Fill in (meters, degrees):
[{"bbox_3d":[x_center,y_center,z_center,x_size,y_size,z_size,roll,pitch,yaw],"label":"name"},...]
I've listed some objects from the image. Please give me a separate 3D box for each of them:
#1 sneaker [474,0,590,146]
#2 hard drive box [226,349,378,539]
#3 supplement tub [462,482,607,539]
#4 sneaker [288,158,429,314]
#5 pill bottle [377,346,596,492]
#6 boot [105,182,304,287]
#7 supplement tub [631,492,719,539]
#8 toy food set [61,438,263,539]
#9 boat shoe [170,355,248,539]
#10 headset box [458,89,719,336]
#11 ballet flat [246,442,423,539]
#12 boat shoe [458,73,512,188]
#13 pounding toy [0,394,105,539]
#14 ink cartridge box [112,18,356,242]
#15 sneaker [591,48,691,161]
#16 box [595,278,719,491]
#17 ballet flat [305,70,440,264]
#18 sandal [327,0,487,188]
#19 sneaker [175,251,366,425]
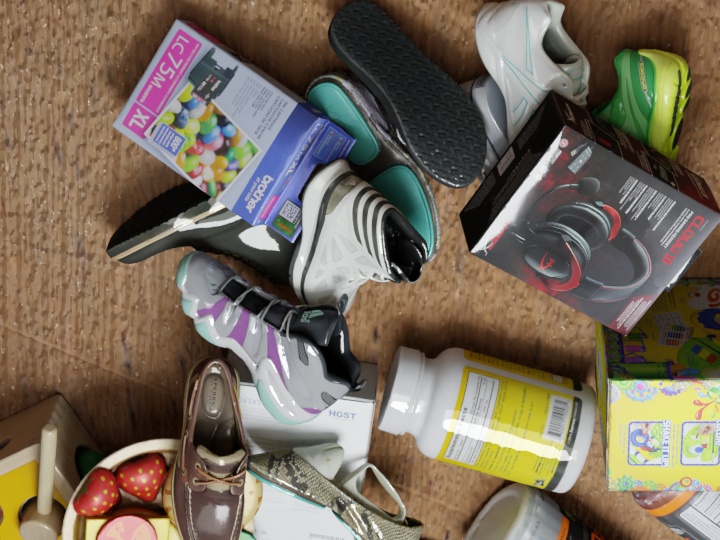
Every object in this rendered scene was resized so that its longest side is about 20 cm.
[{"bbox_3d":[0.171,-0.152,1.564,0.080,0.070,0.201,-9,110,40],"label":"sneaker"},{"bbox_3d":[-0.070,0.189,1.767,0.155,0.077,0.201,8,117,0],"label":"hard drive box"},{"bbox_3d":[0.209,0.319,1.784,0.200,0.123,0.123,37,113,-14],"label":"supplement tub"},{"bbox_3d":[0.000,0.000,1.595,0.115,0.076,0.201,39,149,25],"label":"sneaker"},{"bbox_3d":[0.123,0.141,1.710,0.199,0.113,0.113,16,116,-3],"label":"pill bottle"},{"bbox_3d":[-0.130,-0.020,1.675,0.199,0.078,0.139,-24,117,16],"label":"boot"},{"bbox_3d":[0.345,0.219,1.736,0.200,0.107,0.107,37,113,-12],"label":"supplement tub"},{"bbox_3d":[-0.194,0.263,1.709,0.199,0.049,0.199,1,102,-17],"label":"toy food set"},{"bbox_3d":[-0.140,0.180,1.647,0.072,0.072,0.201,5,84,-9],"label":"boat shoe"},{"bbox_3d":[0.213,-0.045,1.550,0.200,0.075,0.149,28,115,-20],"label":"headset box"},{"bbox_3d":[-0.019,0.215,1.706,0.200,0.068,0.075,37,91,-19],"label":"ballet flat"},{"bbox_3d":[0.142,-0.091,1.627,0.065,0.074,0.201,-10,111,42],"label":"boat shoe"},{"bbox_3d":[-0.332,0.231,1.770,0.199,0.142,0.184,-25,112,15],"label":"pounding toy"},{"bbox_3d":[-0.116,-0.127,1.589,0.200,0.042,0.120,35,101,9],"label":"ink cartridge box"},{"bbox_3d":[0.249,-0.117,1.610,0.083,0.074,0.201,26,124,23],"label":"sneaker"},{"bbox_3d":[0.321,0.103,1.628,0.192,0.200,0.122,0,116,5],"label":"box"},{"bbox_3d":[0.022,-0.101,1.620,0.072,0.072,0.201,-28,99,17],"label":"ballet flat"},{"bbox_3d":[0.046,-0.159,1.580,0.075,0.048,0.201,-33,80,-14],"label":"sandal"},{"bbox_3d":[-0.070,0.043,1.616,0.140,0.078,0.200,-28,110,39],"label":"sneaker"}]
